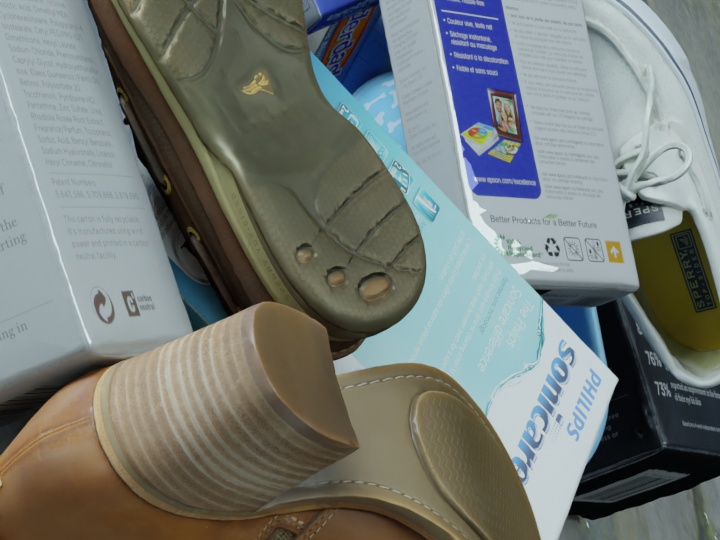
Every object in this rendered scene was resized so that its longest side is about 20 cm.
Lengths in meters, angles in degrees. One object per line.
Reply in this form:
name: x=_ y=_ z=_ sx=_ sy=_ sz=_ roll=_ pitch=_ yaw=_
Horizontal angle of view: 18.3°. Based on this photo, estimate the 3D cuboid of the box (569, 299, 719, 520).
box: x=0.111 y=0.020 z=1.181 sx=0.148 sy=0.104 sz=0.202 roll=16 pitch=55 yaw=-62

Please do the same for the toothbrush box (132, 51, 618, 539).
toothbrush box: x=-0.012 y=0.034 z=0.822 sx=0.200 sy=0.085 sz=0.147 roll=44 pitch=40 yaw=-14

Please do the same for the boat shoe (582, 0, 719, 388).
boat shoe: x=0.123 y=-0.034 z=1.011 sx=0.203 sy=0.074 sz=0.086 roll=67 pitch=22 yaw=-18

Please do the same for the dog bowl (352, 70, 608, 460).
dog bowl: x=0.052 y=0.007 z=0.969 sx=0.111 sy=0.049 sz=0.202 roll=-9 pitch=89 yaw=-40

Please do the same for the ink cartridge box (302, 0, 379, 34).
ink cartridge box: x=-0.030 y=-0.210 z=0.972 sx=0.094 sy=0.044 sz=0.201 roll=-26 pitch=90 yaw=-25

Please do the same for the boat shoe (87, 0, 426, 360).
boat shoe: x=-0.052 y=-0.059 z=0.725 sx=0.072 sy=0.067 sz=0.201 roll=-18 pitch=77 yaw=-40

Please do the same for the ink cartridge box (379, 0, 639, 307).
ink cartridge box: x=0.057 y=-0.084 z=0.935 sx=0.094 sy=0.037 sz=0.202 roll=2 pitch=74 yaw=-40

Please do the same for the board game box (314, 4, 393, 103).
board game box: x=0.042 y=-0.060 z=1.035 sx=0.152 sy=0.045 sz=0.201 roll=41 pitch=58 yaw=-26

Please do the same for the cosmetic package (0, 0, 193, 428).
cosmetic package: x=-0.135 y=-0.053 z=0.693 sx=0.074 sy=0.101 sz=0.202 roll=1 pitch=70 yaw=-66

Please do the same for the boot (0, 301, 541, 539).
boot: x=-0.041 y=0.085 z=0.707 sx=0.200 sy=0.154 sz=0.074 roll=38 pitch=32 yaw=-44
